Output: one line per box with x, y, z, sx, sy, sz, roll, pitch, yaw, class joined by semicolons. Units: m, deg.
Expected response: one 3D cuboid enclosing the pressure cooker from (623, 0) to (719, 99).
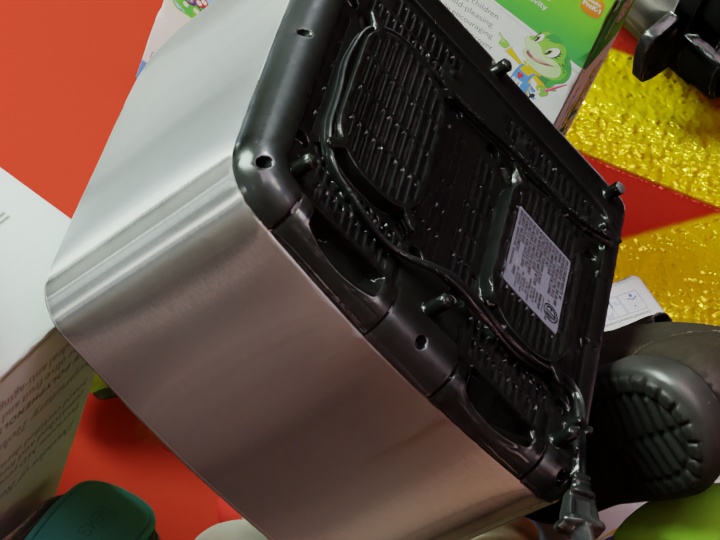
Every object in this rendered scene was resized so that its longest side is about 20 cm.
0.196;-0.189;1.287;0.200;0.176;0.178;46;26;19;pressure cooker

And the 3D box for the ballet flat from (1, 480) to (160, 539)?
-0.131;0.139;0.915;0.068;0.067;0.200;32;22;14;ballet flat

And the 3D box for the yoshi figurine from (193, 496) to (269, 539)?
-0.008;0.102;1.005;0.112;0.112;0.200;31;49;-2;yoshi figurine

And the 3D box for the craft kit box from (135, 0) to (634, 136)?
0.008;-0.113;1.132;0.200;0.198;0.049;34;47;9;craft kit box

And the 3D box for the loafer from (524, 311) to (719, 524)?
0.104;0.056;0.994;0.071;0.200;0.073;-28;100;-24;loafer

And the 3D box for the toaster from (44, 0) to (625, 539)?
0.000;0.000;0.907;0.181;0.119;0.200;44;35;-22;toaster

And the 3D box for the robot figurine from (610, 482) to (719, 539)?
0.141;0.163;0.946;0.116;0.175;0.200;43;44;-29;robot figurine

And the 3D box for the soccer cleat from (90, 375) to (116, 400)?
-0.062;-0.018;1.089;0.200;0.065;0.084;-36;93;-25;soccer cleat

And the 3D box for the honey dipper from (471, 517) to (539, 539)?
0.057;0.190;1.000;0.038;0.038;0.200;10;51;-12;honey dipper

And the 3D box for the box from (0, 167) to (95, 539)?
-0.231;0.045;0.921;0.199;0.172;0.200;36;48;10;box

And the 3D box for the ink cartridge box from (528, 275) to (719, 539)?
0.126;0.100;1.099;0.119;0.042;0.200;-17;56;-30;ink cartridge box
